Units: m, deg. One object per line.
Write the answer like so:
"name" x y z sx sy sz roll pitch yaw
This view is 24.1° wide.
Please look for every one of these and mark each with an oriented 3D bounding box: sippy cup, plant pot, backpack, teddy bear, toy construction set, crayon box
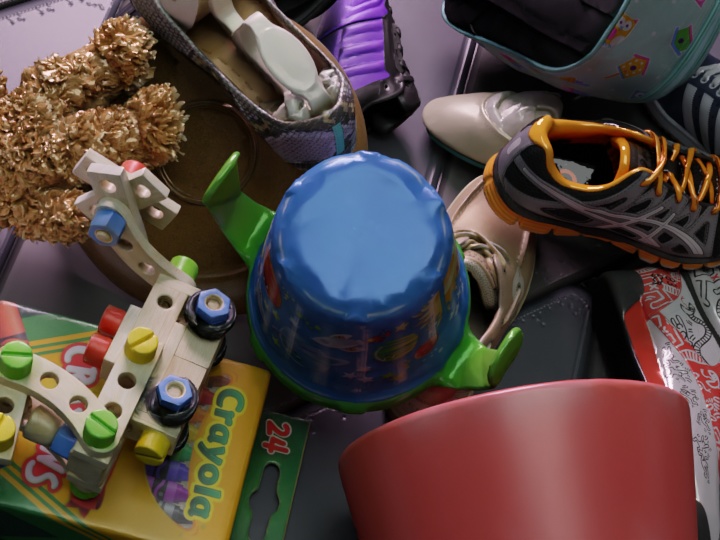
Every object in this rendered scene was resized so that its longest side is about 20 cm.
"sippy cup" 0.000 0.000 0.947 0.176 0.130 0.141 -2 73 -2
"plant pot" -0.095 -0.072 1.047 0.198 0.027 0.202 0 86 4
"backpack" 0.167 -0.200 1.123 0.153 0.177 0.200 23 9 -27
"teddy bear" -0.198 -0.076 1.010 0.198 0.067 0.146 -12 83 9
"toy construction set" -0.144 0.038 0.936 0.130 0.092 0.201 22 67 -1
"plant pot" 0.097 0.173 0.913 0.199 0.201 0.179 -3 70 -14
"crayon box" -0.132 0.104 0.976 0.199 0.051 0.128 14 56 -4

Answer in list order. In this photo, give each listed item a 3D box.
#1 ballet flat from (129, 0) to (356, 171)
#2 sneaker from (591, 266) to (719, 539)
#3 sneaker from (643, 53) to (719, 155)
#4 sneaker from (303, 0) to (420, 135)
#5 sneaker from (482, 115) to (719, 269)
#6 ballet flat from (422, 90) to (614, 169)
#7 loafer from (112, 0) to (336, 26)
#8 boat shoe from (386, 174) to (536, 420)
"ballet flat" -0.073 -0.146 1.000 0.072 0.072 0.200 -36 75 -28
"sneaker" 0.221 0.083 1.055 0.107 0.067 0.202 -5 57 -12
"sneaker" 0.264 -0.114 1.161 0.070 0.109 0.201 -17 64 -22
"sneaker" 0.000 -0.143 1.153 0.099 0.070 0.201 26 60 -4
"sneaker" 0.180 -0.054 1.062 0.198 0.077 0.079 4 64 -8
"ballet flat" 0.140 -0.085 1.141 0.199 0.070 0.070 25 57 3
"loafer" -0.094 -0.162 1.096 0.200 0.068 0.071 -30 34 5
"boat shoe" 0.071 0.009 1.069 0.072 0.065 0.201 24 57 3
